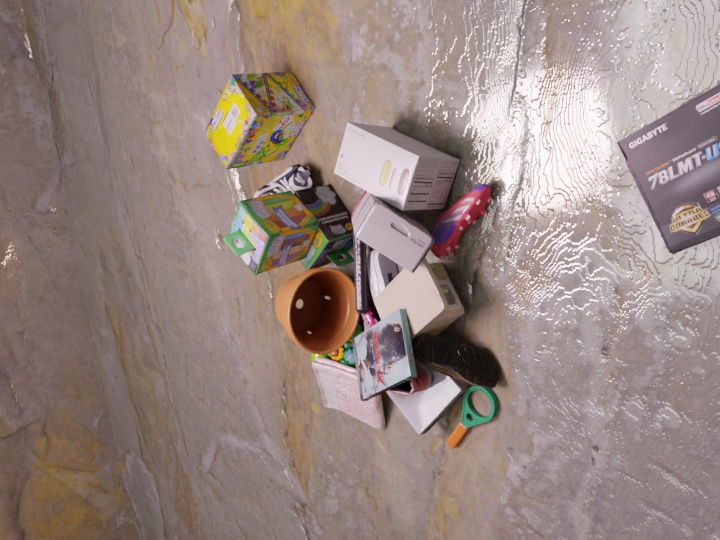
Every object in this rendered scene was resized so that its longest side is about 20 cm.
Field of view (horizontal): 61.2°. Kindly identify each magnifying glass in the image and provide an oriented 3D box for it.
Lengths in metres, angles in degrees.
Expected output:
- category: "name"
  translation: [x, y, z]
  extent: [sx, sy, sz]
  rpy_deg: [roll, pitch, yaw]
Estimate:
- category: "magnifying glass"
  translation: [0.248, 0.337, 1.383]
  extent: [0.080, 0.022, 0.202]
  rpy_deg: [44, 129, 25]

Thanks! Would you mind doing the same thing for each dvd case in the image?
- category: "dvd case"
  translation: [0.048, 0.188, 1.328]
  extent: [0.200, 0.022, 0.149]
  rpy_deg: [-39, 53, 51]

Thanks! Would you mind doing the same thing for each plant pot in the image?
- category: "plant pot"
  translation: [-0.119, 0.090, 1.472]
  extent: [0.139, 0.197, 0.205]
  rpy_deg: [8, 110, 54]

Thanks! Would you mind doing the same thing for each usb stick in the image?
- category: "usb stick"
  translation: [0.000, 0.000, 1.441]
  extent: [0.055, 0.032, 0.205]
  rpy_deg: [151, 116, -86]

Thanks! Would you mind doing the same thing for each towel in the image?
- category: "towel"
  translation: [-0.028, 0.317, 1.569]
  extent: [0.188, 0.032, 0.203]
  rpy_deg: [16, 138, 24]

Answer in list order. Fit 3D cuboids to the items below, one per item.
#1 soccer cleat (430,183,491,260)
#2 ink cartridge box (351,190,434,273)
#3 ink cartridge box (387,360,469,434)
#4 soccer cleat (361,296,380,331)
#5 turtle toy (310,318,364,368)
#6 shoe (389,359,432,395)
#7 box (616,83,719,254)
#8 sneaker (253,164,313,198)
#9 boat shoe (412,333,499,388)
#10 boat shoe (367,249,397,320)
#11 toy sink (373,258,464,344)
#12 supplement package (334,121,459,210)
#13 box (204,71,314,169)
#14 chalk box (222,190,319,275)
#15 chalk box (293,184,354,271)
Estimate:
- category: "soccer cleat"
  translation: [0.196, -0.109, 1.251]
  extent: [0.077, 0.066, 0.202]
  rpy_deg: [52, 136, 24]
- category: "ink cartridge box"
  translation: [0.061, -0.089, 1.256]
  extent: [0.144, 0.200, 0.086]
  rpy_deg: [31, 100, -11]
- category: "ink cartridge box"
  translation: [0.133, 0.251, 1.421]
  extent: [0.163, 0.057, 0.201]
  rpy_deg: [-52, 61, 25]
- category: "soccer cleat"
  translation: [0.035, 0.164, 1.489]
  extent: [0.086, 0.070, 0.203]
  rpy_deg: [-33, 81, 24]
- category: "turtle toy"
  translation: [-0.053, 0.197, 1.575]
  extent: [0.199, 0.100, 0.148]
  rpy_deg: [-34, 80, 45]
- category: "shoe"
  translation: [0.065, 0.212, 1.383]
  extent: [0.198, 0.090, 0.073]
  rpy_deg: [32, 109, 29]
- category: "box"
  translation: [0.523, -0.156, 0.917]
  extent: [0.199, 0.049, 0.202]
  rpy_deg: [-29, 84, 45]
- category: "sneaker"
  translation: [-0.183, -0.204, 1.516]
  extent: [0.128, 0.200, 0.080]
  rpy_deg: [-28, 104, 35]
- category: "boat shoe"
  translation: [0.200, 0.195, 1.309]
  extent: [0.197, 0.077, 0.074]
  rpy_deg: [25, 159, 0]
- category: "boat shoe"
  translation: [0.057, 0.049, 1.445]
  extent: [0.065, 0.072, 0.205]
  rpy_deg: [-8, 87, 53]
- category: "toy sink"
  translation: [0.139, 0.065, 1.318]
  extent: [0.200, 0.110, 0.132]
  rpy_deg: [-49, 58, 45]
- category: "supplement package"
  translation: [0.074, -0.216, 1.256]
  extent: [0.198, 0.154, 0.113]
  rpy_deg: [32, 115, 33]
- category: "box"
  translation: [-0.252, -0.372, 1.512]
  extent: [0.123, 0.191, 0.200]
  rpy_deg: [56, 134, 13]
- category: "chalk box"
  translation: [-0.217, -0.085, 1.393]
  extent: [0.125, 0.198, 0.125]
  rpy_deg: [46, 131, 22]
- category: "chalk box"
  translation: [-0.092, -0.089, 1.499]
  extent: [0.202, 0.123, 0.124]
  rpy_deg: [57, 135, 15]
